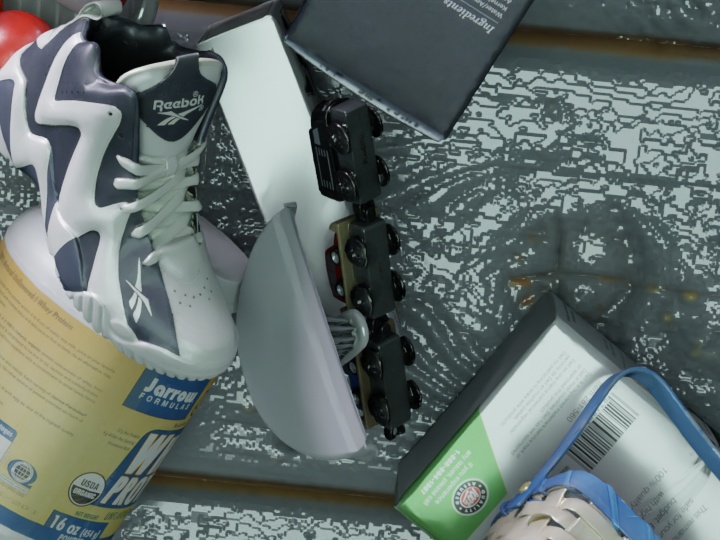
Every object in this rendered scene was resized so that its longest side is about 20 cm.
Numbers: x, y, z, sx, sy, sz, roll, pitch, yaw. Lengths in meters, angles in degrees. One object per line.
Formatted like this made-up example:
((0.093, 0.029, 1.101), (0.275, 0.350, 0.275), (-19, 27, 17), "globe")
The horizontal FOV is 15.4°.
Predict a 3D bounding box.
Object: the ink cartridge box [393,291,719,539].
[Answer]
((0.140, 0.135, 1.536), (0.200, 0.084, 0.146), (40, 99, -6), "ink cartridge box")

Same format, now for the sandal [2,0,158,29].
((-0.205, -0.142, 1.514), (0.201, 0.050, 0.083), (-11, 87, 18), "sandal")

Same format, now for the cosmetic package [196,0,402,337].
((-0.032, -0.049, 1.506), (0.050, 0.083, 0.201), (-20, 101, 7), "cosmetic package")

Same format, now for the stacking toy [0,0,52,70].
((-0.247, -0.155, 1.467), (0.200, 0.085, 0.086), (36, 102, 11), "stacking toy")

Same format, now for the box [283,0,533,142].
((0.055, -0.188, 1.437), (0.104, 0.148, 0.201), (32, 101, -4), "box")

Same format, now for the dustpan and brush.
((-0.035, 0.051, 1.464), (0.057, 0.200, 0.140), (-13, 78, -29), "dustpan and brush")

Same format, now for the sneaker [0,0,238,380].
((-0.104, -0.050, 1.359), (0.130, 0.079, 0.200), (-42, 70, 45), "sneaker")

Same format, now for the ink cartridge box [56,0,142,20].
((-0.110, -0.239, 1.404), (0.083, 0.147, 0.201), (31, 82, -1), "ink cartridge box")

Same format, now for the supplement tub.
((-0.162, 0.053, 1.502), (0.144, 0.145, 0.201), (33, 102, -5), "supplement tub")

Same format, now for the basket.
((0.148, 0.176, 1.437), (0.176, 0.139, 0.200), (46, 59, -6), "basket")

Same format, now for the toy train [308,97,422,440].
((0.000, 0.000, 1.436), (0.034, 0.046, 0.201), (-26, 120, -32), "toy train")
